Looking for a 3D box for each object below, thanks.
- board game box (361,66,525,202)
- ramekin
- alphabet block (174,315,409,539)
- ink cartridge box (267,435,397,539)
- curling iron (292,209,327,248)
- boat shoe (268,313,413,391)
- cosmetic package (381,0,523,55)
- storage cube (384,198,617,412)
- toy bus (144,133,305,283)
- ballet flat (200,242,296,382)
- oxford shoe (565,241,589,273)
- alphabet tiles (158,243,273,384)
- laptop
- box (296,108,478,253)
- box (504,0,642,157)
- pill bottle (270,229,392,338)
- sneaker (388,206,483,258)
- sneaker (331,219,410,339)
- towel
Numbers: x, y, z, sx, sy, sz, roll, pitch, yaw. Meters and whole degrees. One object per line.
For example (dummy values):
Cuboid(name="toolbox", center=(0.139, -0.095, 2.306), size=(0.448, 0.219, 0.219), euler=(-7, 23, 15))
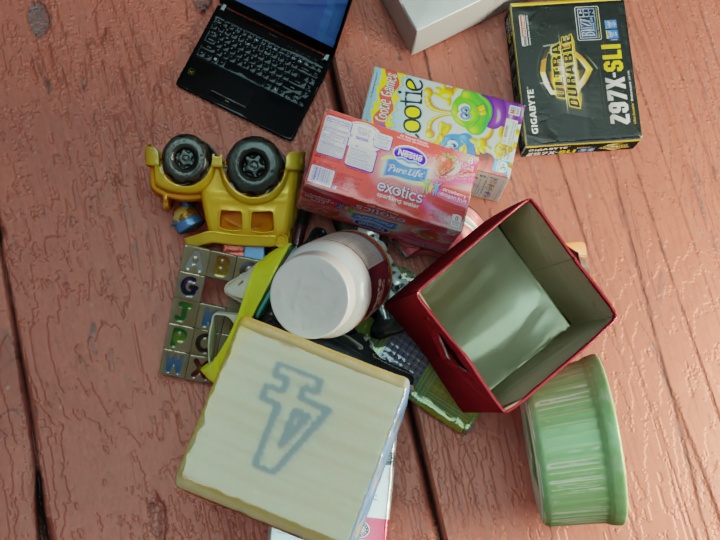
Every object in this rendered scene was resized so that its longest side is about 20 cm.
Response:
Cuboid(name="board game box", center=(0.099, -0.174, 1.602), size=(0.197, 0.105, 0.105), euler=(14, 76, 0))
Cuboid(name="ramekin", center=(0.248, 0.206, 1.478), size=(0.096, 0.200, 0.203), euler=(-9, 77, 3))
Cuboid(name="alphabet block", center=(-0.069, 0.189, 1.383), size=(0.197, 0.196, 0.199), euler=(20, 76, 6))
Cuboid(name="ink cartridge box", center=(-0.032, 0.239, 1.513), size=(0.142, 0.084, 0.203), euler=(6, 77, 0))
Cuboid(name="curling iron", center=(-0.056, -0.102, 1.622), size=(0.049, 0.025, 0.203), euler=(16, 69, -27))
Cuboid(name="boat shoe", center=(-0.020, 0.096, 1.521), size=(0.197, 0.074, 0.061), euler=(20, 72, -11))
Cuboid(name="cosmetic package", center=(0.132, -0.386, 1.663), size=(0.198, 0.085, 0.109), euler=(-26, 79, -7))
Cuboid(name="storage cube", center=(0.158, 0.046, 1.448), size=(0.199, 0.180, 0.172), euler=(-38, 92, -13))
Cuboid(name="toy bus", center=(-0.171, -0.071, 1.568), size=(0.197, 0.136, 0.195), euler=(3, 93, -1))
Cuboid(name="ballet flat", center=(-0.141, 0.051, 1.508), size=(0.066, 0.067, 0.202), euler=(23, 103, 6))
Cuboid(name="oxford shoe", center=(0.198, 0.015, 1.582), size=(0.197, 0.071, 0.074), euler=(-10, 81, -5))
Cuboid(name="alphabet tiles", center=(-0.138, 0.068, 1.546), size=(0.197, 0.008, 0.170), euler=(12, 103, -8))
Cuboid(name="laptop", center=(-0.124, -0.306, 1.625), size=(0.175, 0.103, 0.202), euler=(26, 77, 4))
Cuboid(name="box", center=(0.032, -0.107, 1.510), size=(0.197, 0.095, 0.104), euler=(16, 73, -5))
Cuboid(name="box", center=(0.282, -0.257, 1.658), size=(0.157, 0.049, 0.203), euler=(-3, 77, -5))
Cuboid(name="pill bottle", center=(-0.033, 0.016, 1.427), size=(0.108, 0.200, 0.111), euler=(2, 98, 13))
Cuboid(name="sneaker", center=(0.055, -0.065, 1.592), size=(0.198, 0.074, 0.088), euler=(21, 78, 3))
Cuboid(name="sneaker", center=(0.000, 0.000, 1.561), size=(0.090, 0.067, 0.201), euler=(-30, 75, -8))
Cuboid(name="towel", center=(0.092, 0.100, 1.582), size=(0.199, 0.023, 0.145), euler=(32, 79, 6))
